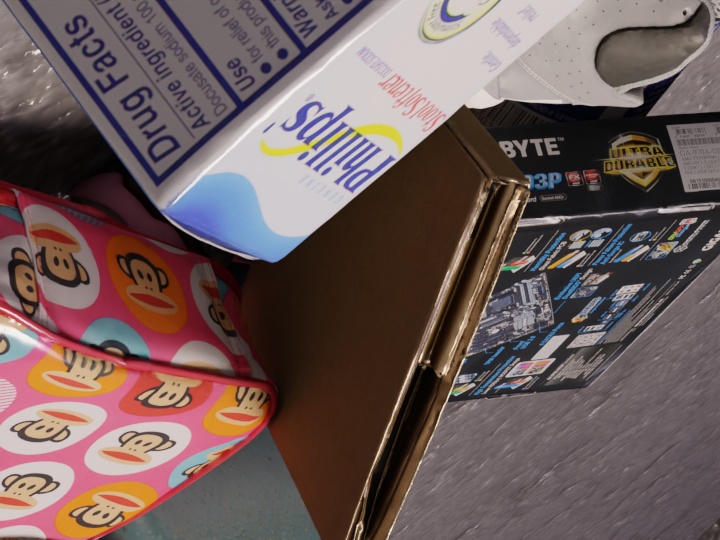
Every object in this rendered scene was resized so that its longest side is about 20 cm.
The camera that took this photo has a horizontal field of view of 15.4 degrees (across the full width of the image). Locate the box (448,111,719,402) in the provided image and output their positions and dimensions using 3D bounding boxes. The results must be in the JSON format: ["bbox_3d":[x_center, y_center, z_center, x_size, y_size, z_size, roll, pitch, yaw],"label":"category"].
[{"bbox_3d":[0.065,0.001,1.160,0.158,0.046,0.200,-5,156,-23],"label":"box"}]

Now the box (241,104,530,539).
[{"bbox_3d":[0.000,0.000,1.042,0.021,0.200,0.164,13,110,-21],"label":"box"}]

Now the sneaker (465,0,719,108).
[{"bbox_3d":[0.096,-0.143,1.003,0.075,0.115,0.201,-78,175,-46],"label":"sneaker"}]

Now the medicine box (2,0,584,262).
[{"bbox_3d":[-0.017,-0.137,0.724,0.200,0.182,0.103,-40,164,7],"label":"medicine box"}]

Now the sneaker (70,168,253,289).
[{"bbox_3d":[-0.060,-0.019,1.180,0.095,0.079,0.200,-48,166,-7],"label":"sneaker"}]

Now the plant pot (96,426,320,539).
[{"bbox_3d":[-0.120,0.145,1.251,0.196,0.200,0.196,-44,163,23],"label":"plant pot"}]

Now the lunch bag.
[{"bbox_3d":[-0.150,0.051,1.044,0.176,0.082,0.200,-37,146,25],"label":"lunch bag"}]

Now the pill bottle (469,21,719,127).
[{"bbox_3d":[0.104,-0.136,1.116,0.115,0.116,0.200,-21,157,-45],"label":"pill bottle"}]
